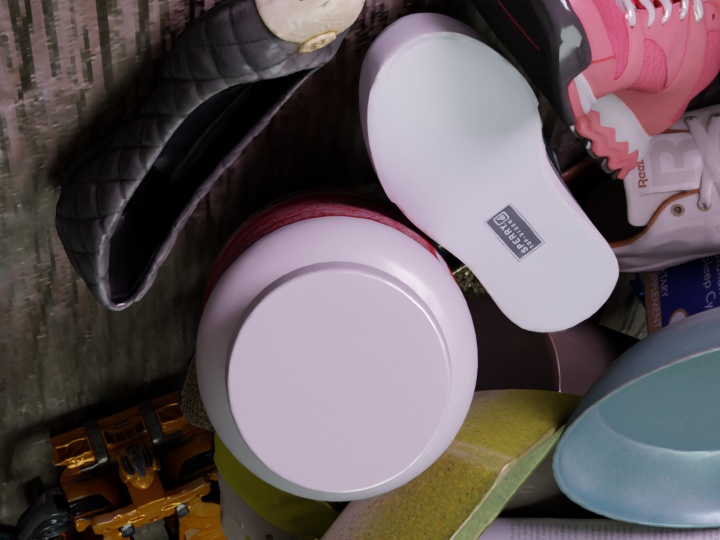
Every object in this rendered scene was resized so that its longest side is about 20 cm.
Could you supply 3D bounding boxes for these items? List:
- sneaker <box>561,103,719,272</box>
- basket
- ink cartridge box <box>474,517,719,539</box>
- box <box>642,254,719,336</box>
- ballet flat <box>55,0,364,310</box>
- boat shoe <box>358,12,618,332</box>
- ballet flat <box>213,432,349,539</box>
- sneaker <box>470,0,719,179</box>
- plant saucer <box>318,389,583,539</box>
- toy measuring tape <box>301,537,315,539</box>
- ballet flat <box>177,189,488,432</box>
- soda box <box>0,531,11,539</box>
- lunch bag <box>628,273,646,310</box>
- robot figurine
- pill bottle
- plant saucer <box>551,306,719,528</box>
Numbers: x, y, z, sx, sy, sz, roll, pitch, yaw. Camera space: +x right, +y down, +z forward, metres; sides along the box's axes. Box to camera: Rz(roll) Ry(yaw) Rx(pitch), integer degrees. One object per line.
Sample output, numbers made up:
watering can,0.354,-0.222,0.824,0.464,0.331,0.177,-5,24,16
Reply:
sneaker,0.168,-0.042,1.339,0.199,0.073,0.084,-21,160,34
basket,0.094,0.083,1.531,0.179,0.137,0.200,9,171,32
ink cartridge box,0.153,0.171,1.522,0.198,0.044,0.197,2,160,3
box,0.212,-0.015,1.384,0.032,0.122,0.200,23,143,-36
ballet flat,-0.052,-0.054,1.114,0.066,0.057,0.200,-8,156,-38
boat shoe,0.047,-0.051,1.220,0.072,0.068,0.200,-35,140,7
ballet flat,-0.031,0.113,1.428,0.067,0.067,0.200,-44,155,7
sneaker,0.100,-0.103,1.168,0.087,0.074,0.200,-39,163,5
plant saucer,0.010,0.131,1.337,0.200,0.048,0.200,-52,173,13
toy measuring tape,0.000,0.103,1.589,0.073,0.074,0.200,-36,-178,34
ballet flat,0.000,0.000,1.327,0.199,0.068,0.075,-26,140,-4
soda box,-0.171,0.192,1.616,0.063,0.069,0.200,-26,161,16
lunch bag,0.244,0.018,1.473,0.199,0.171,0.124,-31,155,20
robot figurine,-0.112,0.116,1.498,0.144,0.059,0.200,-20,162,-9
pill bottle,-0.010,0.030,1.194,0.112,0.113,0.200,-23,-173,1
plant saucer,0.182,0.059,1.341,0.198,0.036,0.200,-7,151,-4
